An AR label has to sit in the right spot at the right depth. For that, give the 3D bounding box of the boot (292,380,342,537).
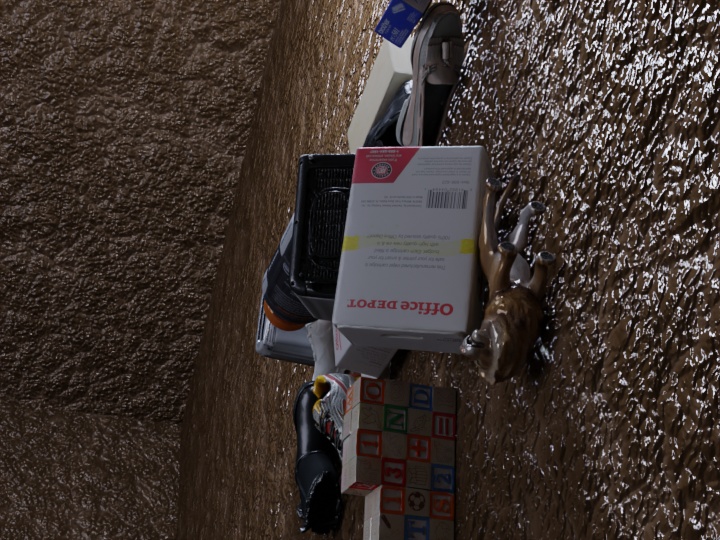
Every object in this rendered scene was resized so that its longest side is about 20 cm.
[{"bbox_3d":[-0.065,0.291,1.564,0.163,0.072,0.202,-119,33,-71],"label":"boot"}]

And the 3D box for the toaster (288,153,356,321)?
[{"bbox_3d":[0.015,-0.031,1.195,0.119,0.177,0.204,64,-152,-67],"label":"toaster"}]

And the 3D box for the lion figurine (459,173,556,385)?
[{"bbox_3d":[0.140,0.005,0.974,0.201,0.071,0.124,-77,-4,-53],"label":"lion figurine"}]

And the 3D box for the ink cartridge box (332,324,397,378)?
[{"bbox_3d":[0.015,0.057,1.348,0.116,0.067,0.201,-96,29,-47],"label":"ink cartridge box"}]

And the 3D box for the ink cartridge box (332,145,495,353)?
[{"bbox_3d":[0.059,-0.021,1.069,0.083,0.143,0.203,51,-136,-64],"label":"ink cartridge box"}]

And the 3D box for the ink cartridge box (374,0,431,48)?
[{"bbox_3d":[0.090,-0.387,1.285,0.202,0.044,0.094,-62,7,-21],"label":"ink cartridge box"}]

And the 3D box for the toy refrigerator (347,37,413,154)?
[{"bbox_3d":[0.044,-0.238,1.481,0.201,0.069,0.077,115,152,-49],"label":"toy refrigerator"}]

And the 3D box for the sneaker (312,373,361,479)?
[{"bbox_3d":[-0.030,0.225,1.446,0.201,0.081,0.079,-103,26,-55],"label":"sneaker"}]

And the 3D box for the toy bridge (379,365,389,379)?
[{"bbox_3d":[0.019,0.155,1.406,0.201,0.027,0.068,-102,27,-55],"label":"toy bridge"}]

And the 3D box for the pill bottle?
[{"bbox_3d":[-0.074,0.003,1.406,0.201,0.104,0.108,122,154,-48],"label":"pill bottle"}]

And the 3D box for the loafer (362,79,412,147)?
[{"bbox_3d":[0.044,-0.177,1.429,0.201,0.067,0.071,121,166,-48],"label":"loafer"}]

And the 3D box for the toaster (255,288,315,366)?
[{"bbox_3d":[-0.105,0.083,1.736,0.114,0.127,0.204,157,121,-74],"label":"toaster"}]

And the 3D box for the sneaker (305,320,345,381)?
[{"bbox_3d":[-0.052,0.098,1.605,0.075,0.086,0.203,-108,29,-57],"label":"sneaker"}]

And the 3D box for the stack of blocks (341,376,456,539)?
[{"bbox_3d":[0.040,0.227,1.104,0.059,0.113,0.203,129,147,-62],"label":"stack of blocks"}]

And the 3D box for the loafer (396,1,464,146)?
[{"bbox_3d":[0.097,-0.234,1.289,0.063,0.071,0.203,-124,38,-46],"label":"loafer"}]
